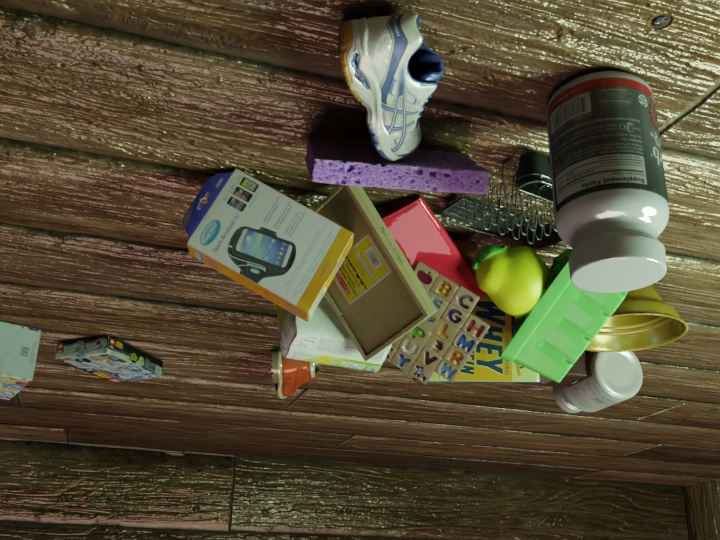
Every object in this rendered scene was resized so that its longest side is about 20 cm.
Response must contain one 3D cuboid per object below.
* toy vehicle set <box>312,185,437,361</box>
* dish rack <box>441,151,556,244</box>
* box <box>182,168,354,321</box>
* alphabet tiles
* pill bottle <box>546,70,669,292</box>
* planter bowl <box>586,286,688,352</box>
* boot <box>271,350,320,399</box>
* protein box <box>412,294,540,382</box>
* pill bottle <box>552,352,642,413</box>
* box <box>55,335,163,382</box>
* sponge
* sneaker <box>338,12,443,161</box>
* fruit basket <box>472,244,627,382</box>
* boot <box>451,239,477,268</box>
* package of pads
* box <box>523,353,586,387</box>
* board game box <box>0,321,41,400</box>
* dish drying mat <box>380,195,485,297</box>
[{"bbox_3d":[0.000,0.000,1.055,0.124,0.203,0.026,-36,173,35],"label":"toy vehicle set"},{"bbox_3d":[0.207,-0.081,1.056,0.151,0.056,0.199,16,153,-30],"label":"dish rack"},{"bbox_3d":[-0.120,-0.038,1.011,0.197,0.121,0.042,28,159,9],"label":"box"},{"bbox_3d":[0.091,0.081,1.195,0.164,0.006,0.202,31,132,6],"label":"alphabet tiles"},{"bbox_3d":[0.254,-0.089,0.840,0.112,0.205,0.116,1,159,0],"label":"pill bottle"},{"bbox_3d":[0.438,0.068,1.362,0.195,0.086,0.201,0,157,0],"label":"planter bowl"},{"bbox_3d":[-0.139,0.231,1.794,0.104,0.077,0.201,-3,156,-4],"label":"boot"},{"bbox_3d":[0.186,0.118,1.365,0.193,0.139,0.200,0,172,1],"label":"protein box"},{"bbox_3d":[0.491,0.234,1.715,0.111,0.117,0.200,7,157,-15],"label":"pill bottle"},{"bbox_3d":[-0.536,0.193,1.754,0.133,0.041,0.200,-9,156,19],"label":"box"},{"bbox_3d":[0.037,-0.118,0.923,0.194,0.031,0.112,4,-161,-8],"label":"sponge"},{"bbox_3d":[0.045,-0.175,0.811,0.086,0.077,0.200,-9,158,14],"label":"sneaker"},{"bbox_3d":[0.255,0.029,1.163,0.211,0.221,0.155,-12,-173,29],"label":"fruit basket"},{"bbox_3d":[0.091,0.008,1.251,0.140,0.073,0.202,7,152,-13],"label":"boot"},{"bbox_3d":[-0.046,0.039,1.158,0.151,0.203,0.069,11,135,-23],"label":"package of pads"},{"bbox_3d":[0.351,0.186,1.665,0.195,0.077,0.100,10,156,-16],"label":"box"},{"bbox_3d":[-0.734,0.186,1.657,0.101,0.108,0.199,16,152,-31],"label":"board game box"},{"bbox_3d":[0.101,-0.019,1.150,0.076,0.018,0.201,-24,125,22],"label":"dish drying mat"}]
